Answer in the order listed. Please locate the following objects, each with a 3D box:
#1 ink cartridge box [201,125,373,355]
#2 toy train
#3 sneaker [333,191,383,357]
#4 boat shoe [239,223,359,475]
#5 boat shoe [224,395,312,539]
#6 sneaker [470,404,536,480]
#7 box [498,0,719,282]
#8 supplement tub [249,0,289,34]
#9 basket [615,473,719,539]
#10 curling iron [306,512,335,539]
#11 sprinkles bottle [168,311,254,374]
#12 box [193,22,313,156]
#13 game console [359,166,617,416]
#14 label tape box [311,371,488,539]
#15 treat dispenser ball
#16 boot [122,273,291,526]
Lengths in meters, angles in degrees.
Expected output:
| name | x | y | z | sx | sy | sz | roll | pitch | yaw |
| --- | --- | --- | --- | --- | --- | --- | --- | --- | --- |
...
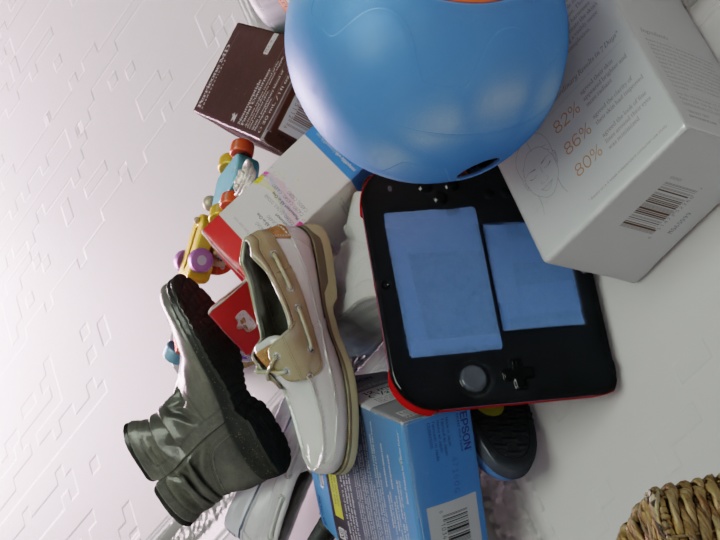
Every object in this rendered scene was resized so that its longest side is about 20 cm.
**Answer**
| name | x | y | z | sx | sy | sz | roll | pitch | yaw |
| --- | --- | --- | --- | --- | --- | --- | --- | --- | --- |
| ink cartridge box | -0.057 | -0.032 | 1.377 | 0.200 | 0.116 | 0.067 | -43 | 64 | -5 |
| toy train | -0.122 | -0.016 | 1.472 | 0.202 | 0.055 | 0.151 | -64 | 21 | 18 |
| sneaker | 0.000 | 0.000 | 1.343 | 0.199 | 0.073 | 0.117 | -27 | 47 | 57 |
| boat shoe | -0.052 | 0.064 | 1.270 | 0.075 | 0.068 | 0.203 | -32 | 65 | 55 |
| boat shoe | -0.048 | 0.159 | 1.439 | 0.065 | 0.073 | 0.202 | 30 | 101 | 17 |
| sneaker | 0.077 | 0.105 | 1.305 | 0.201 | 0.065 | 0.079 | 57 | 135 | 40 |
| box | 0.181 | -0.121 | 1.196 | 0.152 | 0.106 | 0.202 | -46 | 50 | 33 |
| supplement tub | -0.005 | -0.283 | 1.439 | 0.199 | 0.122 | 0.124 | -8 | 75 | 48 |
| basket | 0.265 | 0.240 | 1.049 | 0.143 | 0.147 | 0.202 | 101 | 155 | -57 |
| curling iron | -0.031 | 0.212 | 1.419 | 0.026 | 0.049 | 0.202 | -90 | 23 | -66 |
| sprinkles bottle | -0.098 | 0.052 | 1.510 | 0.199 | 0.068 | 0.069 | -24 | 63 | 44 |
| box | -0.076 | -0.162 | 1.486 | 0.101 | 0.074 | 0.200 | -63 | 25 | 0 |
| game console | 0.094 | 0.008 | 1.230 | 0.031 | 0.174 | 0.202 | 104 | 159 | -66 |
| label tape box | 0.023 | 0.161 | 1.302 | 0.200 | 0.065 | 0.145 | 17 | 120 | 63 |
| treat dispenser ball | 0.046 | -0.162 | 1.125 | 0.200 | 0.199 | 0.204 | -14 | 70 | 46 |
| boot | -0.158 | 0.117 | 1.398 | 0.130 | 0.068 | 0.202 | -26 | 92 | 20 |
